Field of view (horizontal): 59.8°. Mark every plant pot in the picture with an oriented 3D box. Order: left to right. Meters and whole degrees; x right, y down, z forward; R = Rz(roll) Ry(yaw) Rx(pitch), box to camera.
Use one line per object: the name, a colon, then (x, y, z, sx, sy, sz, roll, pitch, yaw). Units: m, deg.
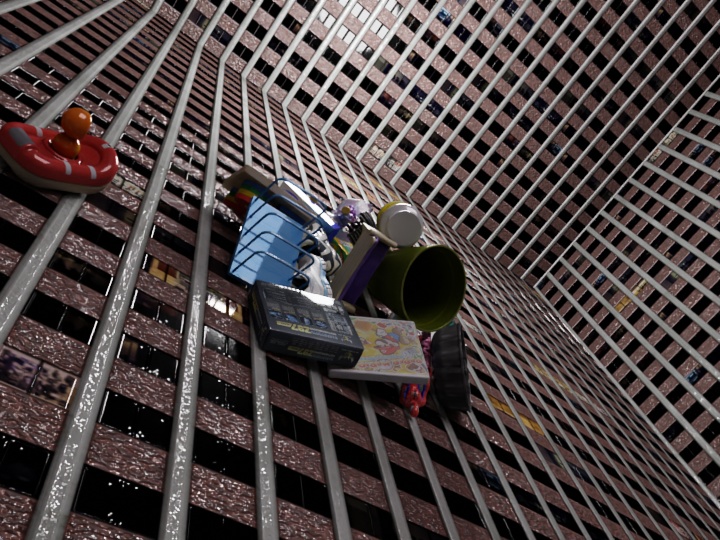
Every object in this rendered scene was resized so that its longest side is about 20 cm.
plant pot: (0.119, 0.028, 1.512, 0.199, 0.203, 0.192, 28, -7, -34)

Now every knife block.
knife block: (0.044, -0.059, 1.709, 0.199, 0.063, 0.178, 36, 38, -38)

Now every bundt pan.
bundt pan: (0.205, 0.224, 1.426, 0.202, 0.074, 0.206, -8, 90, -79)

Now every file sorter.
file sorter: (-0.160, -0.064, 1.276, 0.138, 0.122, 0.203, 31, 50, -27)

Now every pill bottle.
pill bottle: (0.101, -0.116, 1.596, 0.112, 0.113, 0.200, 36, 6, -8)

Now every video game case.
video game case: (0.028, 0.154, 1.257, 0.196, 0.023, 0.183, 6, 31, -10)

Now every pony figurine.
pony figurine: (-0.069, -0.146, 1.807, 0.190, 0.169, 0.200, 15, -5, 2)

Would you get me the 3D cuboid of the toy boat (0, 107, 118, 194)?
toy boat: (-0.498, -0.216, 1.067, 0.130, 0.131, 0.199, 44, 17, 17)

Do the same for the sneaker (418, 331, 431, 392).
sneaker: (0.117, 0.211, 1.439, 0.094, 0.080, 0.201, 3, 30, 5)

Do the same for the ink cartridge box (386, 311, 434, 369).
ink cartridge box: (0.158, 0.178, 1.588, 0.199, 0.068, 0.117, 37, 17, -4)

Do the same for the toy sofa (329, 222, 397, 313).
toy sofa: (0.000, 0.000, 1.474, 0.082, 0.202, 0.098, 27, 12, -28)

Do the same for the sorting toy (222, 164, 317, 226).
sorting toy: (-0.225, -0.141, 1.451, 0.198, 0.070, 0.199, 36, -17, -21)

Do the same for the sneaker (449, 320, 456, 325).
sneaker: (0.195, 0.139, 1.682, 0.199, 0.121, 0.084, 33, 17, -21)

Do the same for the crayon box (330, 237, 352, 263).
crayon box: (-0.006, -0.015, 1.760, 0.199, 0.059, 0.119, 18, 26, -51)

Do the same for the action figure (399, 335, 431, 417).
action figure: (0.112, 0.204, 1.308, 0.064, 0.100, 0.202, 7, 46, -7)

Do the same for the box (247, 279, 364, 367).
box: (-0.105, 0.100, 1.182, 0.197, 0.052, 0.158, 15, 25, -29)

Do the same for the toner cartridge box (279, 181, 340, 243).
toner cartridge box: (-0.157, -0.143, 1.698, 0.200, 0.095, 0.043, 43, 19, 14)

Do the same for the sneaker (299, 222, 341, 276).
sneaker: (-0.139, -0.076, 1.586, 0.201, 0.079, 0.129, 58, 14, 24)

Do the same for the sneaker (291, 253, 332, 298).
sneaker: (-0.122, 0.015, 1.401, 0.086, 0.076, 0.201, 23, 21, -28)
